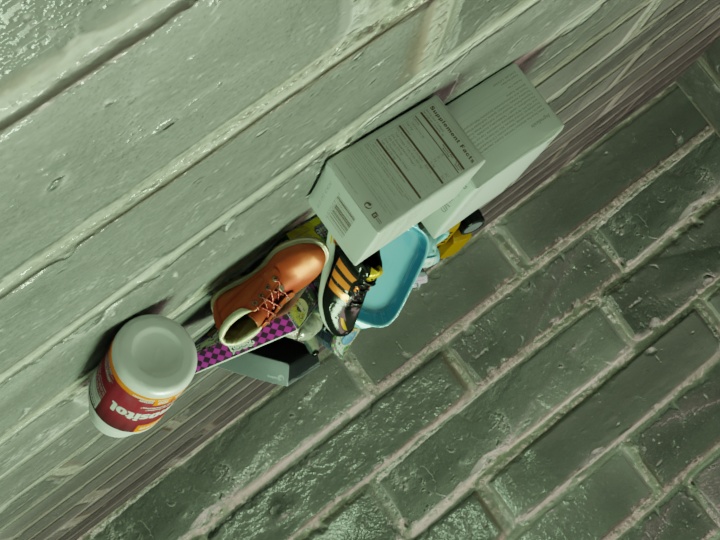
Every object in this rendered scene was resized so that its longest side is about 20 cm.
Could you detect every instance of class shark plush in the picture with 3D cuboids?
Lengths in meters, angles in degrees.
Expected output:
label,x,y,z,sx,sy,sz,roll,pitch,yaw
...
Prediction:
label,x,y,z,sx,sy,sz,roll,pitch,yaw
shark plush,-0.108,0.052,1.505,0.082,0.201,0.092,10,126,-19

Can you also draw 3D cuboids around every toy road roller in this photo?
label,x,y,z,sx,sy,sz,roll,pitch,yaw
toy road roller,0.153,-0.105,1.861,0.144,0.124,0.200,-19,164,-23

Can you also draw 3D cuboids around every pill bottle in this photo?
label,x,y,z,sx,sy,sz,roll,pitch,yaw
pill bottle,-0.300,0.150,1.195,0.112,0.114,0.200,-31,170,-40

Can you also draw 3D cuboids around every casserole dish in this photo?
label,x,y,z,sx,sy,sz,roll,pitch,yaw
casserole dish,0.028,-0.004,1.405,0.039,0.119,0.202,-100,-146,-70

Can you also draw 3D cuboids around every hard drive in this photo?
label,x,y,z,sx,sy,sz,roll,pitch,yaw
hard drive,-0.183,0.145,1.572,0.134,0.197,0.043,-23,123,-61

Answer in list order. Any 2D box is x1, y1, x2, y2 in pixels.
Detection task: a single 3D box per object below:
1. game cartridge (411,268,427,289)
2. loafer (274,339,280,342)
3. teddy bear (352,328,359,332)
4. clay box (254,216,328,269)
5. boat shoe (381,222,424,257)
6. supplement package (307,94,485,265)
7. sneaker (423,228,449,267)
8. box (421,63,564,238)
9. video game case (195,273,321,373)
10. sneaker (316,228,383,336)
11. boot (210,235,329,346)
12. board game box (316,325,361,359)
label,x,y,z,sx,sy,sz,roll,pitch,yaw
game cartridge,0.000,0.000,1.512,0.197,0.042,0.133,-11,-152,-18
loafer,-0.155,0.092,1.545,0.072,0.072,0.200,-23,-168,22
teddy bear,-0.056,0.049,1.612,0.067,0.200,0.145,-46,127,6
clay box,-0.074,-0.040,1.386,0.199,0.048,0.115,-34,171,-38
boat shoe,0.056,-0.051,1.508,0.074,0.063,0.201,-49,167,35
supplement package,0.047,-0.121,1.193,0.199,0.118,0.117,-34,171,-26
sneaker,0.104,-0.032,1.643,0.201,0.081,0.074,-53,170,-33
box,0.177,-0.183,1.395,0.199,0.131,0.199,-35,172,-24
video game case,-0.155,0.074,1.383,0.198,0.036,0.182,-24,-165,24
sneaker,-0.008,0.013,1.330,0.069,0.089,0.204,-14,116,-46
boot,-0.125,0.033,1.266,0.198,0.075,0.108,-34,-151,10
board game box,-0.017,0.065,1.750,0.201,0.061,0.200,-56,-160,-5
